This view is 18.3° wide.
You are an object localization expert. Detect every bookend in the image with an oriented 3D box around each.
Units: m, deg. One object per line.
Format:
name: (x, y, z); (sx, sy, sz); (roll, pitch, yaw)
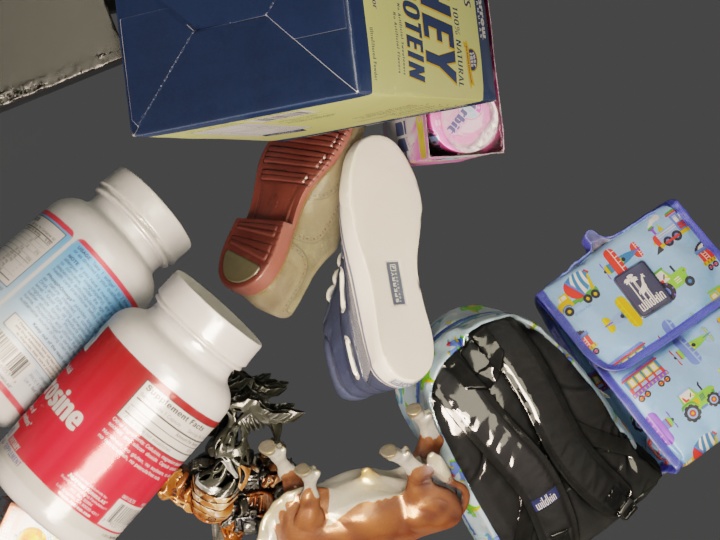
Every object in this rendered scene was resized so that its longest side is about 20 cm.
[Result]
bookend: (-0.286, -0.218, 1.673); (0.199, 0.092, 0.200); (-23, 95, -3)

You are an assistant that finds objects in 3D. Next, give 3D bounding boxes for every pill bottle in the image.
pill bottle: (-0.169, 0.101, 1.649); (0.112, 0.112, 0.200); (41, 91, -11)
pill bottle: (-0.228, 0.017, 1.693); (0.200, 0.109, 0.109); (-42, 99, -12)

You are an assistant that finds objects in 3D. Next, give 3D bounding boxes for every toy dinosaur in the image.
toy dinosaur: (-0.100, 0.154, 1.739); (0.200, 0.102, 0.136); (11, 103, -36)

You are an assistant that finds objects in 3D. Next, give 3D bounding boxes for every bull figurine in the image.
bull figurine: (-0.016, 0.179, 1.700); (0.200, 0.065, 0.121); (-17, 128, -10)

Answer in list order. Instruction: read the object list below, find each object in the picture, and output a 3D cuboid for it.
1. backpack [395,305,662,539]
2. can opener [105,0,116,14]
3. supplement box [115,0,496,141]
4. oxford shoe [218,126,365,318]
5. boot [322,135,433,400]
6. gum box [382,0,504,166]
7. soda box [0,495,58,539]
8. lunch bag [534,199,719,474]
backpack: (0.116, 0.123, 1.779); (0.163, 0.154, 0.200); (-40, 120, -7)
can opener: (-0.134, -0.259, 1.762); (0.200, 0.053, 0.066); (-19, 128, -13)
supplement box: (-0.039, -0.175, 1.640); (0.200, 0.200, 0.134); (-4, 87, -58)
oxford shoe: (-0.043, -0.057, 1.780); (0.075, 0.070, 0.200); (43, 70, -44)
boot: (0.000, 0.000, 1.754); (0.073, 0.090, 0.200); (5, 73, -34)
gum box: (0.057, -0.186, 1.773); (0.066, 0.113, 0.200); (-6, 90, -15)
soda box: (-0.281, 0.274, 1.697); (0.068, 0.064, 0.200); (27, 83, -13)
lunch bag: (0.247, 0.048, 1.845); (0.151, 0.094, 0.200); (-35, 85, -13)
